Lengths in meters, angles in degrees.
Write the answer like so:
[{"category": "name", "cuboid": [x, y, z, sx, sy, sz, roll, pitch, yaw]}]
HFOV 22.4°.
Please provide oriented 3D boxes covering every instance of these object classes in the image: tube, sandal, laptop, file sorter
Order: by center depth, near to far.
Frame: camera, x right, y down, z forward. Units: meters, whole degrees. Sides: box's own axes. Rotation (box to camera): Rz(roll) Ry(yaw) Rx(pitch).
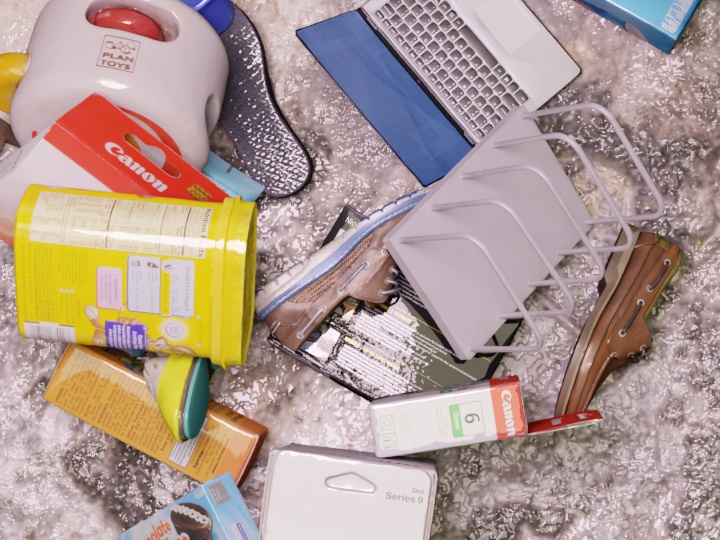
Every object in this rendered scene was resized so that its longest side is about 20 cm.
[{"category": "file sorter", "cuboid": [0.150, -0.037, 1.606, 0.200, 0.124, 0.139, -45, 112, -27]}, {"category": "laptop", "cuboid": [0.076, -0.202, 1.688, 0.200, 0.116, 0.187, -40, 85, -2]}, {"category": "tube", "cuboid": [-0.175, -0.016, 1.706, 0.077, 0.050, 0.200, 33, 91, -9]}, {"category": "sandal", "cuboid": [-0.109, -0.161, 1.733, 0.076, 0.043, 0.201, -23, 88, 9]}]

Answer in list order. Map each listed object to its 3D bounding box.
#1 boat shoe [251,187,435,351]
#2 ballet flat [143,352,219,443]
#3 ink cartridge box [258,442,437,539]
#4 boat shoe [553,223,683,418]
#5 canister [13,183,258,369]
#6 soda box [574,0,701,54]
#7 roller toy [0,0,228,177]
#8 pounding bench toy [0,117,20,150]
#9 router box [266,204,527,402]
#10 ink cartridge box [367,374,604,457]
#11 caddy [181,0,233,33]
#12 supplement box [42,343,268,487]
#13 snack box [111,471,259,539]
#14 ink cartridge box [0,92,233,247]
[{"category": "boat shoe", "cuboid": [0.000, 0.000, 1.648, 0.200, 0.072, 0.073, -34, 86, 5]}, {"category": "ballet flat", "cuboid": [-0.160, 0.084, 1.652, 0.067, 0.200, 0.067, 4, 127, 12]}, {"category": "ink cartridge box", "cuboid": [-0.006, 0.204, 1.609, 0.145, 0.200, 0.088, 7, 85, 3]}, {"category": "boat shoe", "cuboid": [0.239, 0.058, 1.677, 0.068, 0.072, 0.201, 22, 87, 4]}, {"category": "canister", "cuboid": [-0.194, 0.002, 1.576, 0.199, 0.087, 0.149, 6, 122, 2]}, {"category": "soda box", "cuboid": [0.224, -0.285, 1.713, 0.200, 0.068, 0.064, 31, 87, 5]}, {"category": "roller toy", "cuboid": [-0.218, -0.156, 1.632, 0.182, 0.200, 0.140, -15, 50, 34]}, {"category": "pounding bench toy", "cuboid": [-0.443, -0.099, 1.695, 0.199, 0.124, 0.157, 22, 86, 4]}, {"category": "router box", "cuboid": [0.035, 0.053, 1.696, 0.200, 0.051, 0.150, 30, 85, 5]}, {"category": "ink cartridge box", "cuboid": [0.110, 0.122, 1.601, 0.199, 0.109, 0.051, -10, 89, 4]}, {"category": "caddy", "cuboid": [-0.198, -0.295, 1.692, 0.199, 0.105, 0.142, 13, 81, 21]}, {"category": "supplement box", "cuboid": [-0.190, 0.133, 1.688, 0.199, 0.067, 0.069, 25, 94, 4]}, {"category": "snack box", "cuboid": [-0.151, 0.265, 1.624, 0.037, 0.200, 0.117, -22, 81, -40]}, {"category": "ink cartridge box", "cuboid": [-0.233, -0.056, 1.606, 0.162, 0.200, 0.050, 38, 50, -23]}]
